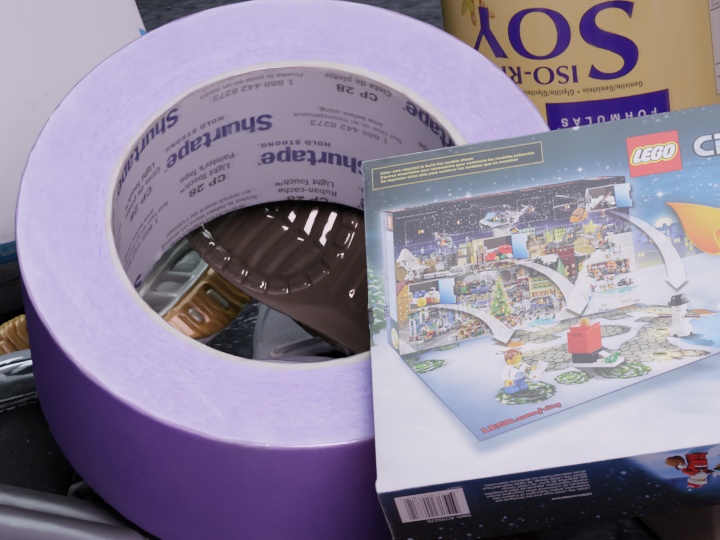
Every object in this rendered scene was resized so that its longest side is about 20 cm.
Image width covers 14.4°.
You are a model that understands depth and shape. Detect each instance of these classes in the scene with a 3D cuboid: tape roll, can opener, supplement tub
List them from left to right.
[{"bbox_3d":[-0.170,0.109,1.058,0.200,0.067,0.053,9,10,14],"label":"can opener"},{"bbox_3d":[-0.023,0.002,1.037,0.200,0.085,0.200,0,55,0],"label":"tape roll"},{"bbox_3d":[0.112,-0.112,1.371,0.145,0.200,0.145,-7,17,2],"label":"supplement tub"}]

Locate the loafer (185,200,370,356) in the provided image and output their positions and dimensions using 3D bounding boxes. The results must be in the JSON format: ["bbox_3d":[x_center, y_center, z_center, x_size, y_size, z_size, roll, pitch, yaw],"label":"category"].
[{"bbox_3d":[0.000,0.000,1.145,0.200,0.076,0.068,40,0,25],"label":"loafer"}]

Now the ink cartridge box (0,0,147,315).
[{"bbox_3d":[-0.194,-0.059,1.306,0.144,0.147,0.200,-18,-8,-29],"label":"ink cartridge box"}]

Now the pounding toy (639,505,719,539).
[{"bbox_3d":[0.188,0.015,1.032,0.184,0.142,0.200,-12,18,-13],"label":"pounding toy"}]

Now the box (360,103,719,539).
[{"bbox_3d":[0.103,0.012,0.930,0.200,0.038,0.137,-9,51,8],"label":"box"}]

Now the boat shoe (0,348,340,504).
[{"bbox_3d":[-0.085,0.068,1.096,0.199,0.074,0.068,2,3,-1],"label":"boat shoe"}]

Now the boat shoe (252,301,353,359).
[{"bbox_3d":[0.049,0.028,1.191,0.200,0.072,0.069,2,51,12],"label":"boat shoe"}]

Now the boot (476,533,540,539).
[{"bbox_3d":[0.014,0.127,0.855,0.155,0.077,0.200,-12,15,-21],"label":"boot"}]

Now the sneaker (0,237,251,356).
[{"bbox_3d":[-0.120,0.047,1.209,0.200,0.076,0.088,-39,-1,-39],"label":"sneaker"}]
